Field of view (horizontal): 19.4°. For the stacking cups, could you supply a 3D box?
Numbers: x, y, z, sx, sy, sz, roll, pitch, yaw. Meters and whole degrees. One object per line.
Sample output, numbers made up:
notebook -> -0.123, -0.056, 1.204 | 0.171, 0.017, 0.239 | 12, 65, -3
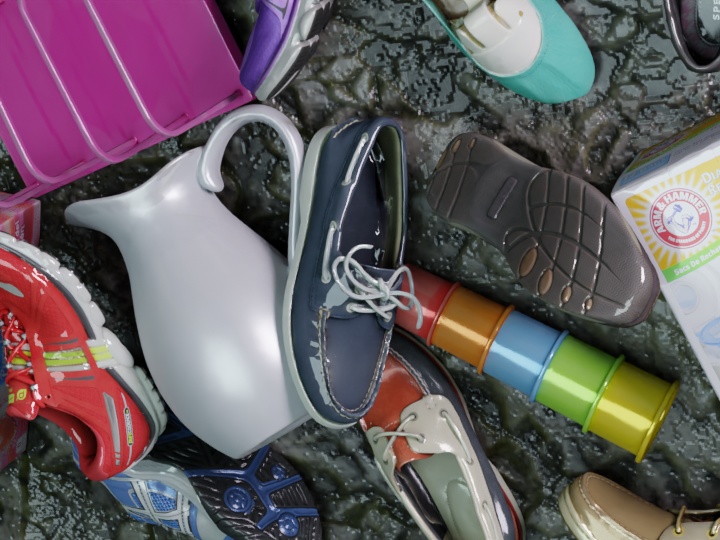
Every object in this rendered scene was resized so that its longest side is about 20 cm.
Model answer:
stacking cups -> 0.106, 0.057, 1.379 | 0.200, 0.061, 0.061 | 25, 114, 14

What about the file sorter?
file sorter -> -0.199, -0.124, 1.362 | 0.200, 0.125, 0.139 | -21, 100, 31

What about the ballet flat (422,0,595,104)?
ballet flat -> 0.064, -0.174, 1.302 | 0.067, 0.070, 0.200 | -40, 93, 25

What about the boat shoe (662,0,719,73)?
boat shoe -> 0.209, -0.214, 1.247 | 0.067, 0.057, 0.200 | 2, 109, 18

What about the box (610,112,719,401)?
box -> 0.252, 0.002, 1.282 | 0.112, 0.101, 0.200 | -25, 99, 24

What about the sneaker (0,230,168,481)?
sneaker -> -0.206, 0.057, 1.379 | 0.200, 0.085, 0.077 | 53, 152, -19

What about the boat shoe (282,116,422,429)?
boat shoe -> 0.000, 0.000, 1.345 | 0.062, 0.075, 0.200 | -10, 69, 50

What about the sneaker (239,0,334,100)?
sneaker -> -0.052, -0.208, 1.325 | 0.083, 0.081, 0.200 | 12, 103, 6

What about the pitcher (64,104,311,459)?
pitcher -> -0.078, 0.007, 1.390 | 0.172, 0.121, 0.200 | -33, 84, 22

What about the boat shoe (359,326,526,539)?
boat shoe -> 0.043, 0.124, 1.416 | 0.071, 0.063, 0.200 | -30, 96, 27

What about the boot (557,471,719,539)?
boot -> 0.243, 0.156, 1.350 | 0.200, 0.073, 0.156 | 34, 119, 1

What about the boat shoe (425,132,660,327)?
boat shoe -> 0.123, -0.024, 1.292 | 0.075, 0.073, 0.200 | -57, 43, 10

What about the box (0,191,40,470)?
box -> -0.295, 0.045, 1.482 | 0.103, 0.095, 0.200 | 13, 112, 15

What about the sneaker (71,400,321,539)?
sneaker -> -0.116, 0.150, 1.482 | 0.200, 0.076, 0.077 | 34, 138, 4
